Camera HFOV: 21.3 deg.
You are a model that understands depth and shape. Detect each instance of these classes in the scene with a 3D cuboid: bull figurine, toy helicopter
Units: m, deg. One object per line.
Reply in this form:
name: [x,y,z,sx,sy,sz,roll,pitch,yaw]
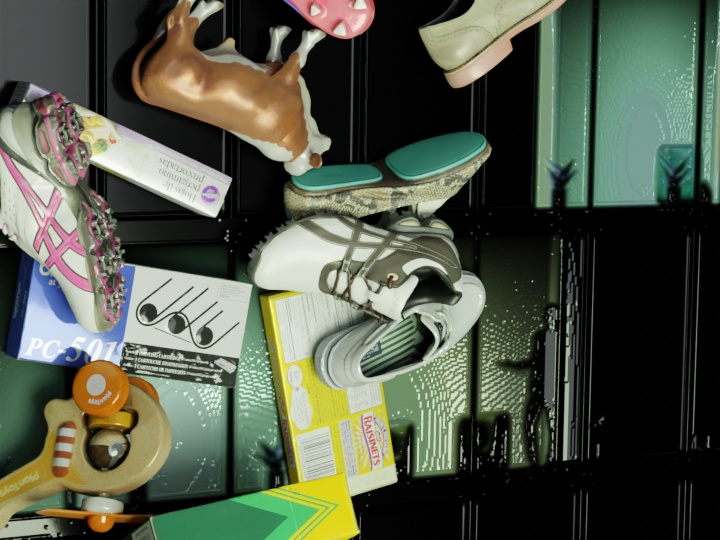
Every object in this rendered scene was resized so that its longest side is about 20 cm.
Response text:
bull figurine: [-0.098,-0.162,1.656,0.199,0.065,0.122,19,85,-27]
toy helicopter: [-0.245,0.172,1.590,0.199,0.079,0.133,-28,67,9]

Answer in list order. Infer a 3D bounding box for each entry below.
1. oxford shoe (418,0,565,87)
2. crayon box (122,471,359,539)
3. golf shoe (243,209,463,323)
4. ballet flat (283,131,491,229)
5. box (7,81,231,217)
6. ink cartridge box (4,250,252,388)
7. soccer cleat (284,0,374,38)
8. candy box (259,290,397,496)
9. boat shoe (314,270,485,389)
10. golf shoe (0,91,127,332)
oxford shoe: [0.138,-0.258,1.755,0.200,0.071,0.074,-46,110,-14]
crayon box: [-0.116,0.234,1.618,0.172,0.200,0.059,-11,76,-25]
golf shoe: [0.000,0.000,1.679,0.199,0.095,0.078,-7,136,-20]
ballet flat: [0.024,-0.071,1.733,0.199,0.068,0.076,-15,124,-18]
box: [-0.205,-0.102,1.625,0.199,0.041,0.039,25,86,-27]
ink cartridge box: [-0.197,0.041,1.643,0.199,0.044,0.095,10,90,-26]
soccer cleat: [-0.070,-0.275,1.664,0.200,0.076,0.067,39,100,-7]
candy box: [-0.028,0.109,1.741,0.102,0.026,0.201,-14,102,-29]
boat shoe: [0.052,0.060,1.734,0.200,0.067,0.074,-31,112,-33]
golf shoe: [-0.252,-0.041,1.565,0.092,0.073,0.201,-15,101,12]
